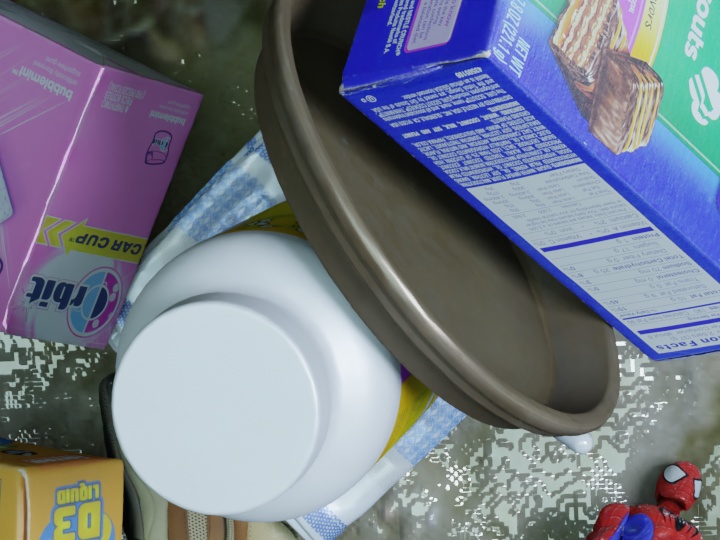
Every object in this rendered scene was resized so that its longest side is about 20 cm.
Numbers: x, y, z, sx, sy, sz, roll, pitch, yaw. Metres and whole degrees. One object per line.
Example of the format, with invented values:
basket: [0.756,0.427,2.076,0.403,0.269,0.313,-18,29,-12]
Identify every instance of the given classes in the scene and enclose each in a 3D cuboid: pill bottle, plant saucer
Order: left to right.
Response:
pill bottle: [-0.028,0.032,0.969,0.104,0.200,0.105,2,99,12]
plant saucer: [0.026,-0.022,0.966,0.029,0.200,0.201,-34,90,22]

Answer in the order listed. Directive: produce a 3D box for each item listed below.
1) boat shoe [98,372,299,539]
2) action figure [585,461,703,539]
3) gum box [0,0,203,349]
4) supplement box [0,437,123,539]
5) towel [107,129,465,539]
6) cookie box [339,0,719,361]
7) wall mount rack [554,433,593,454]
boat shoe: [-0.060,0.124,1.109,0.073,0.076,0.201,-10,60,-9]
action figure: [0.116,0.144,1.066,0.065,0.200,0.052,27,125,-3]
gum box: [-0.173,-0.060,1.103,0.200,0.066,0.114,27,99,36]
supplement box: [-0.195,0.099,1.120,0.199,0.066,0.069,9,96,34]
towel: [0.000,0.000,1.078,0.200,0.024,0.147,-45,88,10]
cookie box: [0.101,-0.089,0.986,0.075,0.200,0.172,-8,55,43]
wall mount rack: [0.045,-0.020,1.114,0.173,0.075,0.201,25,99,3]
